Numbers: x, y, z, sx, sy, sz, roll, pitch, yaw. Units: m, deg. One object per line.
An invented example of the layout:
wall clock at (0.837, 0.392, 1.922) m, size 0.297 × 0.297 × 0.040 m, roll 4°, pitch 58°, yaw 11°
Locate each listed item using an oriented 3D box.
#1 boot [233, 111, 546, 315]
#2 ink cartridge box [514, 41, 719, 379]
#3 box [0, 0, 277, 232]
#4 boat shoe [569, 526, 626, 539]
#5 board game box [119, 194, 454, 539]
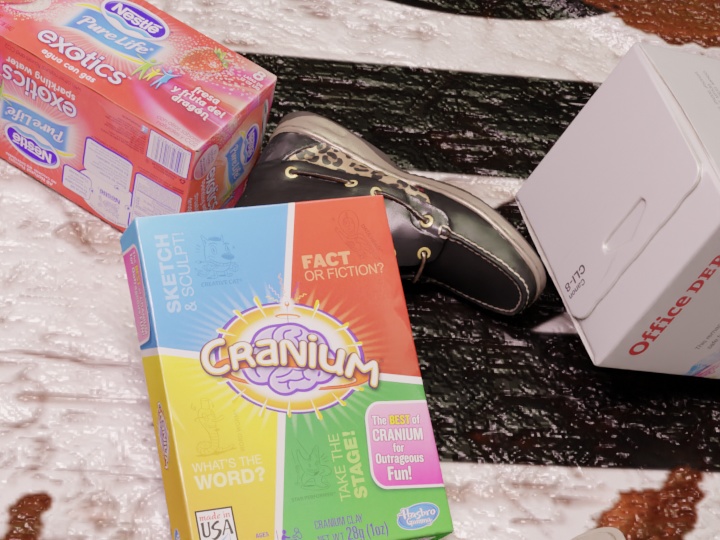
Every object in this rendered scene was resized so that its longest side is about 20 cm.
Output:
boot at (0.000, 0.000, 1.216) m, size 0.200 × 0.073 × 0.151 m, roll 33°, pitch 51°, yaw 6°
ink cartridge box at (0.228, -0.030, 1.224) m, size 0.200 × 0.145 × 0.145 m, roll 7°, pitch 44°, yaw -35°
box at (-0.164, -0.110, 1.252) m, size 0.200 × 0.103 × 0.095 m, roll 30°, pitch 46°, yaw 15°
boat shoe at (0.118, 0.224, 1.063) m, size 0.063 × 0.073 × 0.200 m, roll 54°, pitch 33°, yaw -25°
board game box at (-0.043, 0.063, 1.110) m, size 0.153 × 0.040 × 0.201 m, roll -7°, pitch 75°, yaw -21°
